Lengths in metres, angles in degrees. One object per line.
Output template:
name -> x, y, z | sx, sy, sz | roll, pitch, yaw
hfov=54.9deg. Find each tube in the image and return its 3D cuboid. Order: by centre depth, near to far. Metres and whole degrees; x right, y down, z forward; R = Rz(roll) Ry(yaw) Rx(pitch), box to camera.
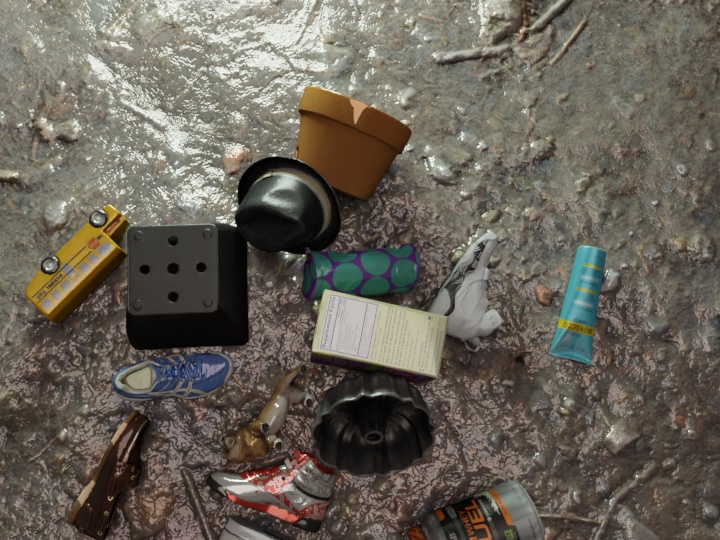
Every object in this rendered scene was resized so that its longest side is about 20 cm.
tube -> 0.393, 0.060, 1.236 | 0.076, 0.050, 0.203 | 13, 83, 5

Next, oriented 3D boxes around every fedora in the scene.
fedora -> -0.133, -0.087, 1.135 | 0.200, 0.201, 0.092 | 36, 42, 3

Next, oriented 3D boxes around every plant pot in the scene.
plant pot -> -0.285, 0.013, 1.112 | 0.196, 0.178, 0.203 | -2, 78, -6
plant pot -> -0.028, -0.207, 1.181 | 0.198, 0.200, 0.142 | 22, 93, -1

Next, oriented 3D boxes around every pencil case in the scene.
pencil case -> 0.000, 0.000, 1.172 | 0.197, 0.086, 0.093 | -4, 36, -17

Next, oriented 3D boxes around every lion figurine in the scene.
lion figurine -> -0.141, 0.232, 1.132 | 0.073, 0.122, 0.200 | 49, 62, -11

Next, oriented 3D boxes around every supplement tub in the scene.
supplement tub -> 0.182, 0.425, 1.101 | 0.197, 0.123, 0.124 | -19, 81, -9

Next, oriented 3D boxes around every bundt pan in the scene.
bundt pan -> 0.018, 0.238, 1.105 | 0.199, 0.204, 0.076 | 1, 37, -5

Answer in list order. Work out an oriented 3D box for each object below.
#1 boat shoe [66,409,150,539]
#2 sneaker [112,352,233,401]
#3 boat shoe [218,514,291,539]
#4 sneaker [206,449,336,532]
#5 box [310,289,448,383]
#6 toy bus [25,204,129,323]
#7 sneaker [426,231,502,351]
boat shoe -> -0.381, 0.324, 1.097 | 0.070, 0.070, 0.202 | 27, 86, 8
sneaker -> -0.305, 0.176, 1.129 | 0.197, 0.077, 0.077 | -11, 78, -9
boat shoe -> -0.133, 0.459, 1.093 | 0.198, 0.072, 0.066 | 25, 82, 1
sneaker -> -0.138, 0.332, 1.116 | 0.199, 0.067, 0.109 | 24, 83, -5
box -> 0.023, 0.113, 1.120 | 0.197, 0.176, 0.098 | 13, 77, -3
toy bus -> -0.462, -0.014, 1.157 | 0.078, 0.065, 0.200 | 42, 78, 3
sneaker -> 0.205, 0.039, 1.207 | 0.114, 0.075, 0.201 | 35, 83, 1
